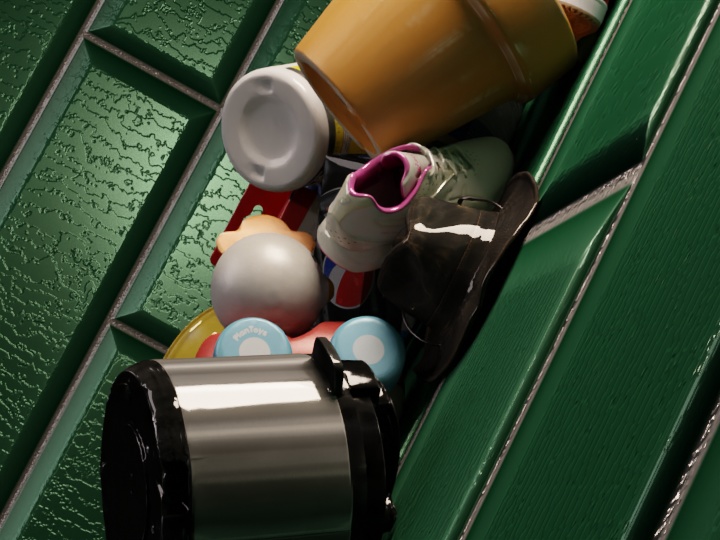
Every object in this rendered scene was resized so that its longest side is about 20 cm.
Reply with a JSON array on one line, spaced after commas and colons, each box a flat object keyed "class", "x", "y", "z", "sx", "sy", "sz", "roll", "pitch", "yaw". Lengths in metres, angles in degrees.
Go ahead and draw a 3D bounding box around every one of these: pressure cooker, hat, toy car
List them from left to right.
[{"class": "pressure cooker", "x": -0.068, "y": 0.146, "z": 1.208, "sx": 0.176, "sy": 0.198, "sz": 0.180, "roll": 140, "pitch": 125, "yaw": -63}, {"class": "toy car", "x": -0.056, "y": 0.039, "z": 1.440, "sx": 0.185, "sy": 0.175, "sz": 0.202, "roll": 107, "pitch": 160, "yaw": -63}, {"class": "hat", "x": 0.061, "y": -0.011, "z": 1.363, "sx": 0.202, "sy": 0.081, "sz": 0.201, "roll": -60, "pitch": 5, "yaw": 8}]

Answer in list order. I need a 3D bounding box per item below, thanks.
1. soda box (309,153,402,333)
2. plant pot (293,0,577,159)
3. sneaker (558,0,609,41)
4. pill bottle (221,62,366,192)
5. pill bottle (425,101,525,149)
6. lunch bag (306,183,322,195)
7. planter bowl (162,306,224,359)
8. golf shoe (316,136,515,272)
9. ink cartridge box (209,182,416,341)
[{"class": "soda box", "x": 0.000, "y": 0.000, "z": 1.549, "sx": 0.070, "sy": 0.063, "sz": 0.202, "roll": -6, "pitch": -73, "yaw": -50}, {"class": "plant pot", "x": 0.051, "y": -0.194, "z": 1.478, "sx": 0.183, "sy": 0.201, "sz": 0.200, "roll": -39, "pitch": 2, "yaw": -6}, {"class": "sneaker", "x": 0.186, "y": -0.264, "z": 1.523, "sx": 0.113, "sy": 0.071, "sz": 0.200, "roll": -66, "pitch": 12, "yaw": 0}, {"class": "pill bottle", "x": -0.031, "y": -0.143, "z": 1.651, "sx": 0.200, "sy": 0.114, "sz": 0.115, "roll": -20, "pitch": -34, "yaw": -56}, {"class": "pill bottle", "x": 0.092, "y": -0.147, "z": 1.640, "sx": 0.201, "sy": 0.111, "sz": 0.112, "roll": -65, "pitch": 6, "yaw": -34}, {"class": "lunch bag", "x": 0.016, "y": -0.049, "z": 1.768, "sx": 0.200, "sy": 0.131, "sz": 0.137, "roll": -72, "pitch": -12, "yaw": -67}, {"class": "planter bowl", "x": -0.102, "y": 0.134, "z": 1.636, "sx": 0.200, "sy": 0.083, "sz": 0.202, "roll": -21, "pitch": -62, "yaw": -46}, {"class": "golf shoe", "x": 0.056, "y": -0.070, "z": 1.443, "sx": 0.199, "sy": 0.075, "sz": 0.092, "roll": -30, "pitch": -28, "yaw": -29}, {"class": "ink cartridge box", "x": -0.038, "y": 0.002, "z": 1.645, "sx": 0.117, "sy": 0.199, "sz": 0.067, "roll": -60, "pitch": 3, "yaw": 16}]
